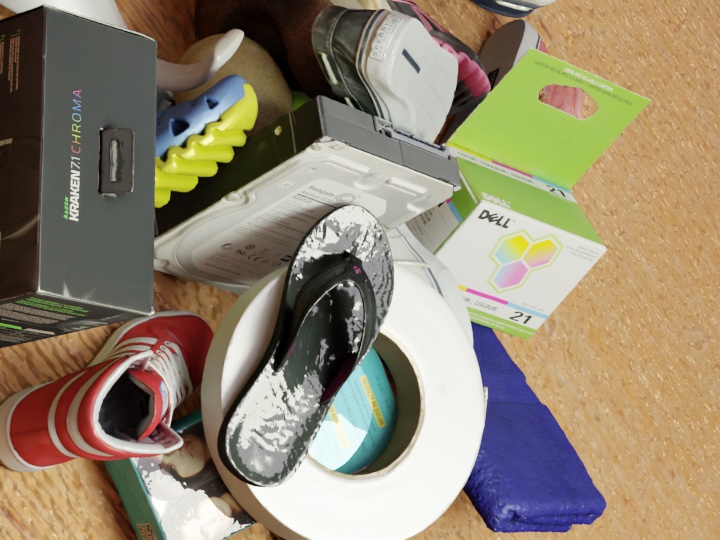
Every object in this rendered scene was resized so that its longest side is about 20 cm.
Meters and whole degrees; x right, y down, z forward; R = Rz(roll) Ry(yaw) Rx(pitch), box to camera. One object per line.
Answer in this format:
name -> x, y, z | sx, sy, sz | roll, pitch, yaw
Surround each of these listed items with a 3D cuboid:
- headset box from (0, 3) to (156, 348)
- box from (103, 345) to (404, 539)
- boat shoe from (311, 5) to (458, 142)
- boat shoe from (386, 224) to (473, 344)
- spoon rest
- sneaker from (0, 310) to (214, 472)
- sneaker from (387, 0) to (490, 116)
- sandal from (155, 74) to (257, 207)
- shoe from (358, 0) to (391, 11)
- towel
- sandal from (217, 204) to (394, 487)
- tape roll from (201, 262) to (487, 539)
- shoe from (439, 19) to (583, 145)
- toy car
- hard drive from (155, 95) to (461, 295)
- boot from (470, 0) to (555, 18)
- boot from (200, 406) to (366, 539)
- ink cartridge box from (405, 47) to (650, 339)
headset box -> -0.212, -0.051, 1.400 | 0.093, 0.200, 0.175 | 13, 70, -45
box -> -0.068, 0.121, 1.580 | 0.200, 0.049, 0.083 | -25, 96, -28
boat shoe -> 0.016, -0.136, 1.561 | 0.072, 0.071, 0.200 | -63, 163, -11
boat shoe -> 0.001, -0.004, 1.684 | 0.086, 0.075, 0.202 | -12, 60, -35
spoon rest -> -0.177, -0.176, 1.528 | 0.200, 0.061, 0.099 | 31, 39, 7
sneaker -> -0.137, 0.074, 1.519 | 0.200, 0.112, 0.071 | -32, 105, -47
sneaker -> 0.029, -0.190, 1.809 | 0.200, 0.079, 0.096 | 30, 40, -45
sandal -> -0.160, -0.074, 1.500 | 0.087, 0.200, 0.079 | 60, 3, 11
shoe -> 0.018, -0.152, 1.732 | 0.053, 0.070, 0.200 | -41, 147, -19
towel -> 0.088, 0.114, 1.743 | 0.147, 0.050, 0.200 | 5, 45, -51
sandal -> -0.025, 0.050, 1.514 | 0.075, 0.048, 0.201 | 30, 72, -20
tape roll -> -0.010, 0.088, 1.565 | 0.202, 0.037, 0.204 | 4, 81, -27
shoe -> 0.125, -0.107, 1.886 | 0.091, 0.071, 0.200 | 44, 47, -26
toy car -> -0.097, -0.129, 1.624 | 0.200, 0.158, 0.165 | -44, 129, -18
hard drive -> -0.049, -0.044, 1.579 | 0.139, 0.200, 0.038 | 18, 53, -45
boot -> 0.067, -0.259, 1.868 | 0.199, 0.090, 0.073 | 27, 75, -11
boot -> -0.016, 0.116, 1.679 | 0.200, 0.069, 0.175 | -36, 108, -45
ink cartridge box -> 0.127, -0.057, 1.771 | 0.148, 0.200, 0.076 | 18, 33, -40
